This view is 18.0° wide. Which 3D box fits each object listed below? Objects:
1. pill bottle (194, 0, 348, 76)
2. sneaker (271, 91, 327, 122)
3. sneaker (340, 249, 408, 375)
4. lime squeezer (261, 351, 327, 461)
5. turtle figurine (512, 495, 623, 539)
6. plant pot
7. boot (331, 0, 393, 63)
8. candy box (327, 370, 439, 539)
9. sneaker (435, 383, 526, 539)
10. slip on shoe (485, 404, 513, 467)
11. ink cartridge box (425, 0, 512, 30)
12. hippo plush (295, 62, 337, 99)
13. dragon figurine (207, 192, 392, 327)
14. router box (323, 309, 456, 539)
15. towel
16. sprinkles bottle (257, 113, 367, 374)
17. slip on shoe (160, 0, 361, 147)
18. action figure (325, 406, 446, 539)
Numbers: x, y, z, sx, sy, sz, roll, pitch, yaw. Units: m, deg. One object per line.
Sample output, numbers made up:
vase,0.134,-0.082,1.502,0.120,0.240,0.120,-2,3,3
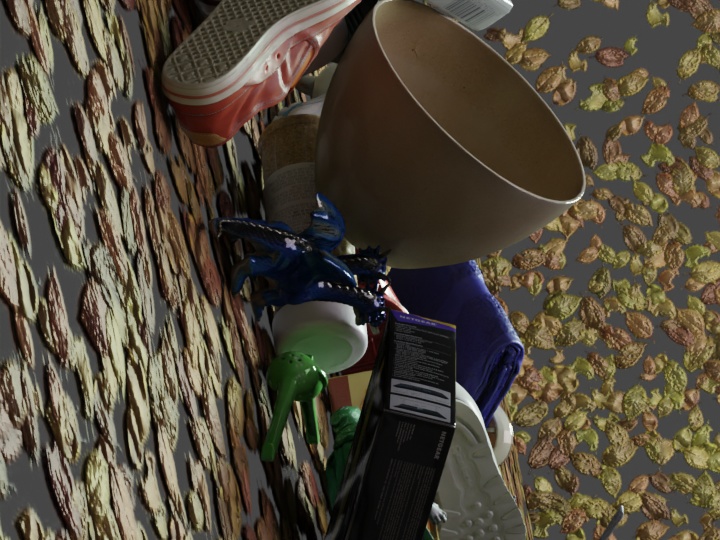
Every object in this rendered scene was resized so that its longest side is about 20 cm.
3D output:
pill bottle,-0.075,-0.238,1.572,0.110,0.109,0.200,-91,167,-56
sneaker,-0.002,-0.128,1.849,0.075,0.087,0.200,57,37,-10
sneaker,0.000,0.000,1.907,0.116,0.078,0.200,-92,169,-48
lime squeezer,-0.042,0.092,1.594,0.200,0.038,0.071,13,66,-83
turtle figurine,0.133,0.310,2.115,0.144,0.200,0.194,25,61,-62
plant pot,0.044,-0.080,1.639,0.200,0.134,0.200,35,26,-20
boot,-0.061,-0.239,1.704,0.070,0.131,0.200,-28,106,-37
candy box,0.023,0.166,1.898,0.200,0.055,0.116,62,17,-69
sneaker,0.091,0.182,1.916,0.081,0.076,0.200,-109,-173,-68
slip on shoe,0.097,0.155,2.093,0.200,0.060,0.076,-10,-114,63
ink cartridge box,0.021,-0.287,1.663,0.198,0.043,0.200,17,46,-61
hippo plush,0.032,-0.124,2.020,0.161,0.159,0.200,44,53,-58
dragon figurine,-0.038,-0.013,1.535,0.200,0.099,0.059,59,20,-61
router box,0.017,0.151,1.571,0.157,0.052,0.200,-85,-171,-65
towel,0.077,0.060,2.053,0.148,0.049,0.200,-58,-143,26
sprinkles bottle,-0.037,-0.022,1.685,0.068,0.068,0.200,68,12,-53
slip on shoe,-0.060,-0.148,1.483,0.200,0.074,0.061,-48,143,-41
action figure,0.023,0.197,1.737,0.055,0.118,0.200,-16,82,-51
